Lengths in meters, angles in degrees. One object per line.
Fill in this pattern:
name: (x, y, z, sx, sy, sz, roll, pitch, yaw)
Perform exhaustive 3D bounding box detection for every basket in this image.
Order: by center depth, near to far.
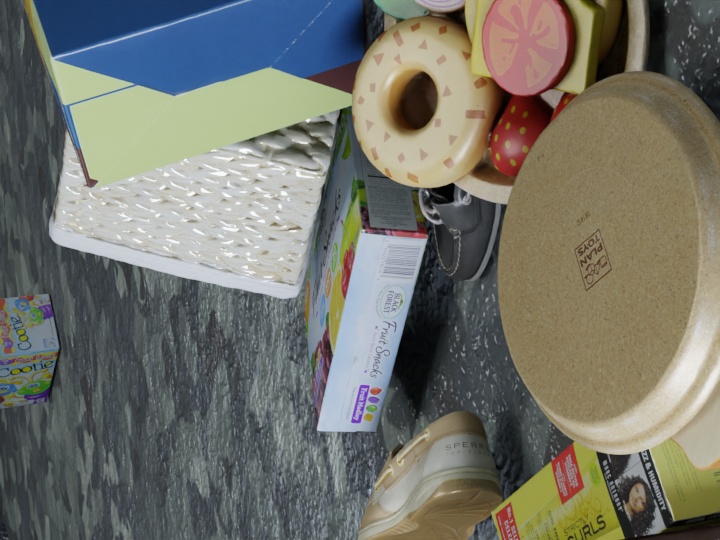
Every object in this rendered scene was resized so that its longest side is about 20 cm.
basket: (-0.114, -0.116, 1.180, 0.161, 0.199, 0.199, 108, 173, -55)

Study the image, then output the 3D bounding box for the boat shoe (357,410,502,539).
boat shoe: (0.048, 0.150, 1.116, 0.200, 0.073, 0.070, 132, 141, -61)

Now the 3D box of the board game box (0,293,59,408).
board game box: (-0.565, 0.135, 2.635, 0.200, 0.102, 0.105, 118, 141, -56)

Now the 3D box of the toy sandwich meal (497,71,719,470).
toy sandwich meal: (0.144, -0.001, 0.782, 0.205, 0.070, 0.207, -13, 75, 59)

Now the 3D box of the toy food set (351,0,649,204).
toy food set: (0.076, -0.136, 0.895, 0.199, 0.048, 0.199, 17, 108, 44)

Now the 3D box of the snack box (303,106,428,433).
snack box: (0.000, 0.000, 1.170, 0.143, 0.053, 0.201, -96, 15, -48)

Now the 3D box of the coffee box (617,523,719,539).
coffee box: (0.134, 0.203, 0.836, 0.200, 0.114, 0.080, 122, 138, -59)

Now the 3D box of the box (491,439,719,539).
box: (0.139, 0.132, 0.890, 0.200, 0.050, 0.076, 124, 134, -60)

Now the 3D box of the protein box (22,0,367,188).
protein box: (-0.121, -0.195, 1.033, 0.135, 0.197, 0.201, 87, 162, -58)

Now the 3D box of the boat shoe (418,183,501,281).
boat shoe: (0.060, -0.080, 1.023, 0.067, 0.057, 0.201, -123, 34, -49)
